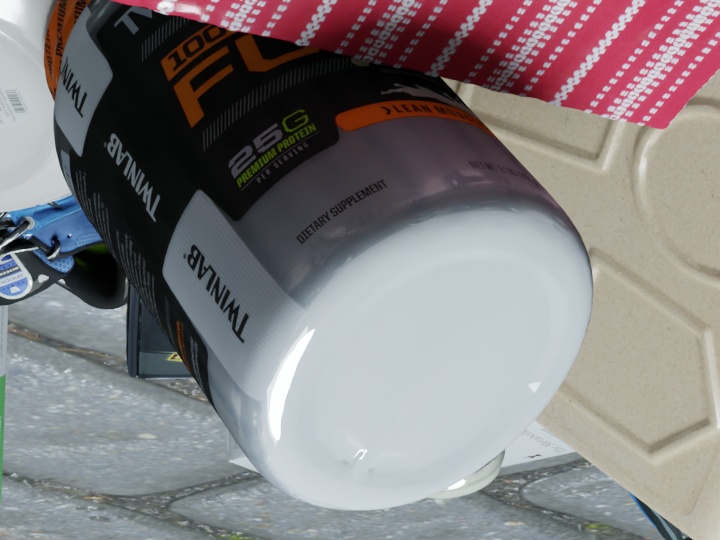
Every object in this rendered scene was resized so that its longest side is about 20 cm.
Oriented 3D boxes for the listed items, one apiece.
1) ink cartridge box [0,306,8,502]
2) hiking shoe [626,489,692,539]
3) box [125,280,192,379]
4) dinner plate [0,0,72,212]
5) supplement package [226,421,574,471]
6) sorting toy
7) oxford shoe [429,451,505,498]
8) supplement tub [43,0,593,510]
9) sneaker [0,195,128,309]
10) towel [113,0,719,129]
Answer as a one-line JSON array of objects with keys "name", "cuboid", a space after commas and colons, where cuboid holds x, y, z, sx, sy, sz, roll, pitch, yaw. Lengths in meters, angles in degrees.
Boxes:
[{"name": "ink cartridge box", "cuboid": [-0.244, 0.025, 0.969, 0.084, 0.147, 0.200, -6, 158, 10]}, {"name": "hiking shoe", "cuboid": [0.136, 0.066, 1.003, 0.074, 0.201, 0.087, -29, -167, -10]}, {"name": "box", "cuboid": [0.000, 0.000, 0.868, 0.199, 0.046, 0.159, 0, 158, -8]}, {"name": "dinner plate", "cuboid": [-0.173, -0.069, 0.741, 0.199, 0.024, 0.200, 0, 149, 0]}, {"name": "supplement package", "cuboid": [0.037, 0.047, 1.103, 0.199, 0.110, 0.114, -16, 154, 30]}, {"name": "sorting toy", "cuboid": [0.088, -0.019, 0.707, 0.036, 0.200, 0.186, -35, 150, -44]}, {"name": "oxford shoe", "cuboid": [0.010, 0.031, 0.978, 0.075, 0.200, 0.058, -16, 135, -12]}, {"name": "supplement tub", "cuboid": [-0.024, -0.028, 0.659, 0.122, 0.200, 0.123, -20, 135, -21]}, {"name": "sneaker", "cuboid": [-0.160, -0.036, 0.906, 0.078, 0.089, 0.200, -18, 151, 32]}, {"name": "towel", "cuboid": [0.037, -0.108, 0.564, 0.199, 0.023, 0.145, 11, 141, -23]}]
